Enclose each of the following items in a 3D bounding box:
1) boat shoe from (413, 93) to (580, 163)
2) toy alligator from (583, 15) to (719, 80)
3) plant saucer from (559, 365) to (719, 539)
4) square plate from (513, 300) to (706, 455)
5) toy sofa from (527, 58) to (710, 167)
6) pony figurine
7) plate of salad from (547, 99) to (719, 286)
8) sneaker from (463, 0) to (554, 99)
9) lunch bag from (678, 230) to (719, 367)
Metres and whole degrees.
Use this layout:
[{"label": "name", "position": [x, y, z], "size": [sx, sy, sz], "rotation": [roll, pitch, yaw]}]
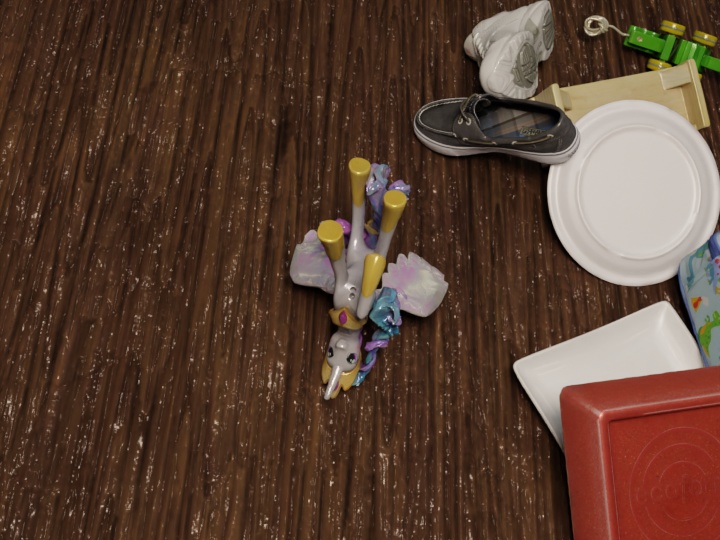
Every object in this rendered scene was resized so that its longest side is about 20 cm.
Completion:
[{"label": "boat shoe", "position": [0.139, -0.162, 1.061], "size": [0.198, 0.066, 0.071], "rotation": [18, 73, 32]}, {"label": "toy alligator", "position": [0.374, -0.282, 1.222], "size": [0.197, 0.060, 0.054], "rotation": [19, 16, 4]}, {"label": "plant saucer", "position": [0.285, 0.195, 0.876], "size": [0.196, 0.037, 0.204], "rotation": [-6, 88, -12]}, {"label": "square plate", "position": [0.276, 0.146, 0.962], "size": [0.197, 0.029, 0.200], "rotation": [-19, 65, -19]}, {"label": "toy sofa", "position": [0.295, -0.179, 1.139], "size": [0.197, 0.098, 0.084], "rotation": [-13, 86, -16]}, {"label": "pony figurine", "position": [0.000, 0.000, 0.934], "size": [0.164, 0.202, 0.194], "rotation": [13, 42, 7]}, {"label": "plate of salad", "position": [0.298, -0.085, 1.070], "size": [0.196, 0.048, 0.204], "rotation": [0, 90, -6]}, {"label": "sneaker", "position": [0.164, -0.253, 1.150], "size": [0.098, 0.079, 0.200], "rotation": [1, 31, 26]}, {"label": "lunch bag", "position": [0.423, 0.057, 0.996], "size": [0.158, 0.083, 0.203], "rotation": [7, 56, -23]}]
